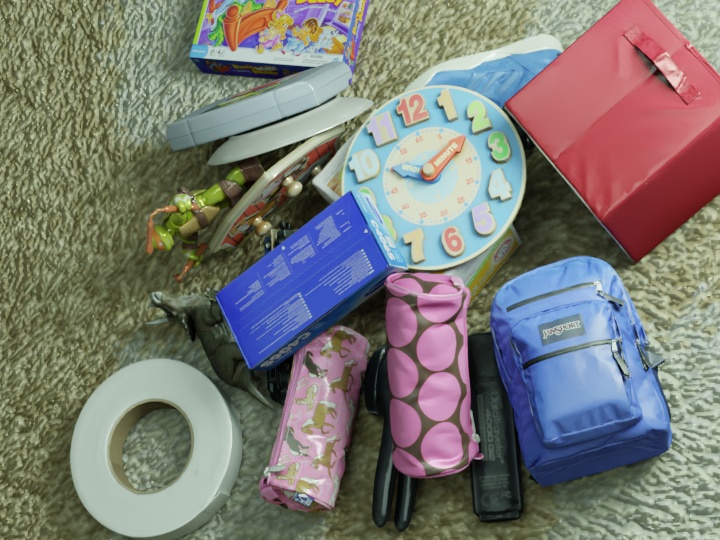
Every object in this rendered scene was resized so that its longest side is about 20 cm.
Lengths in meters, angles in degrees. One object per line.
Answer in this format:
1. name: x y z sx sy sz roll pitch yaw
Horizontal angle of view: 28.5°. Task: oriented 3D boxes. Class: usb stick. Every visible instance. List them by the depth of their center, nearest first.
1. usb stick: 0.137 0.161 1.486 0.055 0.033 0.202 -6 70 8

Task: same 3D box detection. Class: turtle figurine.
1. turtle figurine: -0.177 -0.064 1.586 0.161 0.200 0.065 -34 71 -11

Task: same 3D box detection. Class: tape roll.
1. tape roll: -0.228 0.200 1.585 0.200 0.037 0.205 -5 70 15

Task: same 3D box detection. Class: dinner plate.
1. dinner plate: -0.081 -0.162 1.587 0.198 0.200 0.024 -18 101 11

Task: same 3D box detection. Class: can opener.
1. can opener: 0.043 0.174 1.504 0.063 0.079 0.202 7 73 -21

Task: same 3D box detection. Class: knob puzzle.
1. knob puzzle: -0.086 -0.083 1.557 0.219 0.220 0.030 -42 86 0

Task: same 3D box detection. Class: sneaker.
1. sneaker: 0.143 -0.179 1.576 0.198 0.077 0.112 -18 58 4

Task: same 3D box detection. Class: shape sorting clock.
1. shape sorting clock: 0.074 -0.098 1.478 0.198 0.039 0.202 -6 70 17

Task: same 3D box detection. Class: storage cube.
1. storage cube: 0.284 -0.143 1.458 0.179 0.200 0.171 -40 65 8

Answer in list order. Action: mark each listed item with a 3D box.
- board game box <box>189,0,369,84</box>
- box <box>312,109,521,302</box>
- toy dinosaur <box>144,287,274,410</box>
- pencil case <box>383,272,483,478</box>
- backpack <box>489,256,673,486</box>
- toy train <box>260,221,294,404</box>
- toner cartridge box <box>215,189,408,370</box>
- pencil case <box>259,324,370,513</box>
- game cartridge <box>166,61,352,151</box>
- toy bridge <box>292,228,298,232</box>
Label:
1. board game box: -0.095 -0.301 1.712 0.198 0.045 0.136 7 74 20
2. box: 0.063 -0.063 1.548 0.200 0.101 0.113 41 87 25
3. toy dinosaur: -0.147 0.078 1.586 0.200 0.103 0.077 48 46 14
4. pencil case: 0.073 0.102 1.428 0.093 0.091 0.202 -3 103 5
5. backpack: 0.218 0.087 1.414 0.161 0.168 0.202 -14 66 5
6. toy train: -0.087 0.048 1.575 0.046 0.034 0.203 -7 82 44
7. toner cartridge box: -0.053 0.012 1.481 0.199 0.043 0.096 -36 70 23
8. pencil case: -0.047 0.155 1.515 0.082 0.087 0.202 9 72 14
9. game cartridge: -0.119 -0.187 1.619 0.198 0.133 0.041 -15 107 26
10. toy bridge: 0.000 0.000 1.567 0.199 0.027 0.068 28 125 25
